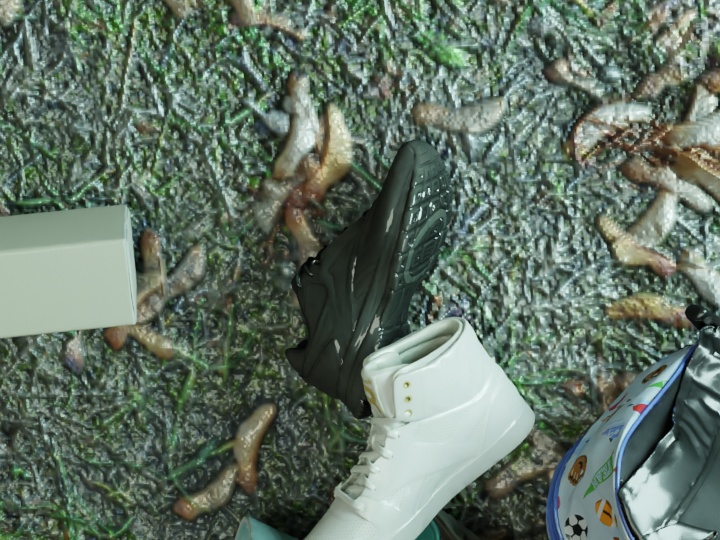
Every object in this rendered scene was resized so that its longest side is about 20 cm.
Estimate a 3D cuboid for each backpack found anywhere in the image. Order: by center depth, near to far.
[{"bbox_3d":[0.207,0.157,1.608,0.200,0.190,0.154,52,130,1],"label":"backpack"}]

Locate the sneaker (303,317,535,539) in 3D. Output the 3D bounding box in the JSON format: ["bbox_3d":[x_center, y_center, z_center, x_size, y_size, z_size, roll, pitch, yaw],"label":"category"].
[{"bbox_3d":[0.014,0.117,1.674,0.200,0.074,0.116,-41,119,-14],"label":"sneaker"}]

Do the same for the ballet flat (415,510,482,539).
[{"bbox_3d":[0.069,0.211,1.714,0.200,0.063,0.068,33,102,54],"label":"ballet flat"}]

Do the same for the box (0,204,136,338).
[{"bbox_3d":[-0.259,0.005,1.754,0.199,0.082,0.069,-5,111,-2],"label":"box"}]

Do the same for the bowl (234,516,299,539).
[{"bbox_3d":[-0.044,0.279,1.743,0.104,0.201,0.202,9,108,-7],"label":"bowl"}]

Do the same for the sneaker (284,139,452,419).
[{"bbox_3d":[0.000,0.000,1.708,0.090,0.076,0.201,25,108,21],"label":"sneaker"}]
